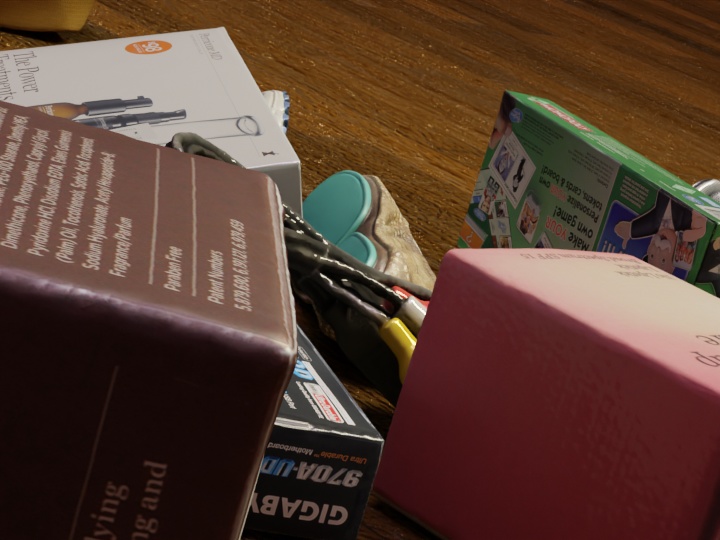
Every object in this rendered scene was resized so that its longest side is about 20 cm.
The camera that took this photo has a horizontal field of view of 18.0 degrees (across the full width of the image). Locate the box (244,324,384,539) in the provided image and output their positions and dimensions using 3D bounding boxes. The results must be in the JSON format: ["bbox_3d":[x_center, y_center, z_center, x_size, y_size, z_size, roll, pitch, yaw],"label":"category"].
[{"bbox_3d":[-0.095,0.036,0.895,0.158,0.046,0.200,12,15,-21],"label":"box"}]

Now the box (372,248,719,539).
[{"bbox_3d":[0.124,0.077,0.865,0.200,0.109,0.128,28,18,39],"label":"box"}]

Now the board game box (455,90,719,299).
[{"bbox_3d":[0.101,0.009,1.042,0.029,0.135,0.200,9,17,-27],"label":"board game box"}]

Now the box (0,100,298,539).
[{"bbox_3d":[-0.132,0.044,0.574,0.199,0.166,0.164,16,15,-8],"label":"box"}]

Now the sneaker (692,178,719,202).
[{"bbox_3d":[0.203,0.013,1.187,0.075,0.114,0.200,24,16,25],"label":"sneaker"}]

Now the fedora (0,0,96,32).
[{"bbox_3d":[-0.244,-0.218,1.615,0.200,0.082,0.201,11,12,-2],"label":"fedora"}]

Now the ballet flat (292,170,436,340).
[{"bbox_3d":[0.005,0.005,1.130,0.065,0.071,0.200,42,11,-15],"label":"ballet flat"}]

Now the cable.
[{"bbox_3d":[0.000,0.000,0.982,0.200,0.050,0.097,47,26,-13],"label":"cable"}]

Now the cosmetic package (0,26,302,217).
[{"bbox_3d":[-0.119,-0.058,1.087,0.150,0.052,0.200,-6,25,-12],"label":"cosmetic package"}]

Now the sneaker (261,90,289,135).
[{"bbox_3d":[-0.085,-0.058,1.213,0.085,0.077,0.200,11,14,-5],"label":"sneaker"}]
